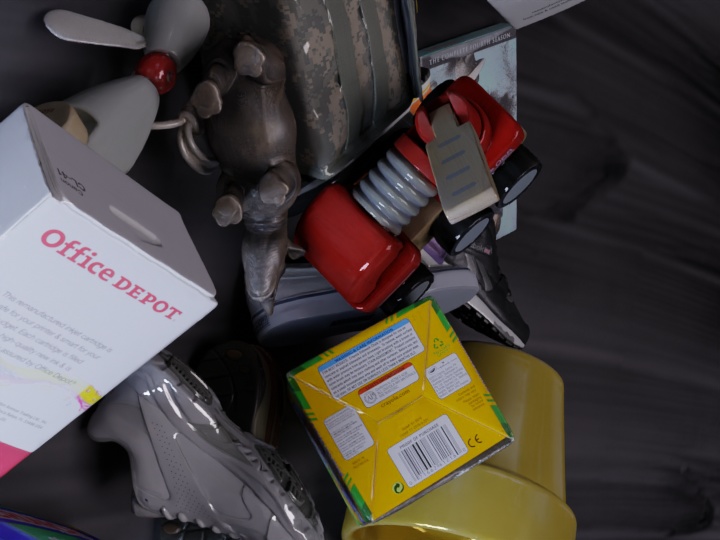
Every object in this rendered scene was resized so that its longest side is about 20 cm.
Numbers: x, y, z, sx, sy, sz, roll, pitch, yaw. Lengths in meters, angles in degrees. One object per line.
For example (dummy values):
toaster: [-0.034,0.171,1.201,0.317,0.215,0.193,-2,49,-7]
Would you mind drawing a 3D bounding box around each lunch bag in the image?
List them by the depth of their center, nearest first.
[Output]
lunch bag: [-0.021,-0.186,1.012,0.200,0.117,0.165,-44,135,-41]

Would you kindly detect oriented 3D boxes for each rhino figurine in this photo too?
rhino figurine: [-0.069,-0.062,0.923,0.088,0.059,0.201,-83,167,-67]

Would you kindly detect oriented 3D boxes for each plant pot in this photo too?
plant pot: [0.101,0.174,1.235,0.201,0.200,0.190,48,50,-47]

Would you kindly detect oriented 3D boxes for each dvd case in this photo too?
dvd case: [0.093,-0.110,1.254,0.146,0.022,0.201,-25,120,-45]

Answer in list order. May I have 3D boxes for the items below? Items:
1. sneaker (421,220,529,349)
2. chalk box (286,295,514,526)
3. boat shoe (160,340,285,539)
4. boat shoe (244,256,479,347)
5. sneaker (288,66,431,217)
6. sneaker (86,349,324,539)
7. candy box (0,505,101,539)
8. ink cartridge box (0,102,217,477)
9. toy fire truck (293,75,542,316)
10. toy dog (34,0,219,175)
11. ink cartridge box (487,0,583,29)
sneaker: [0.100,-0.009,1.213,0.200,0.076,0.088,42,80,-35]
chalk box: [0.023,0.113,1.072,0.124,0.124,0.200,-29,173,-9]
boat shoe: [-0.095,0.153,1.066,0.074,0.075,0.201,5,100,-66]
boat shoe: [-0.002,0.002,1.112,0.201,0.075,0.086,-10,67,-26]
sneaker: [-0.001,-0.082,1.105,0.200,0.070,0.090,-44,131,-35]
sneaker: [-0.111,0.151,0.989,0.099,0.200,0.078,-44,178,7]
candy box: [-0.184,0.208,0.868,0.169,0.199,0.077,31,76,-52]
ink cartridge box: [-0.205,0.023,0.796,0.200,0.086,0.148,-39,141,11]
toy fire truck: [0.037,-0.049,0.955,0.176,0.129,0.200,-45,165,7]
toy dog: [-0.172,-0.099,0.891,0.200,0.096,0.132,-46,133,-53]
ink cartridge box: [0.101,-0.305,1.094,0.200,0.083,0.146,29,46,-54]
